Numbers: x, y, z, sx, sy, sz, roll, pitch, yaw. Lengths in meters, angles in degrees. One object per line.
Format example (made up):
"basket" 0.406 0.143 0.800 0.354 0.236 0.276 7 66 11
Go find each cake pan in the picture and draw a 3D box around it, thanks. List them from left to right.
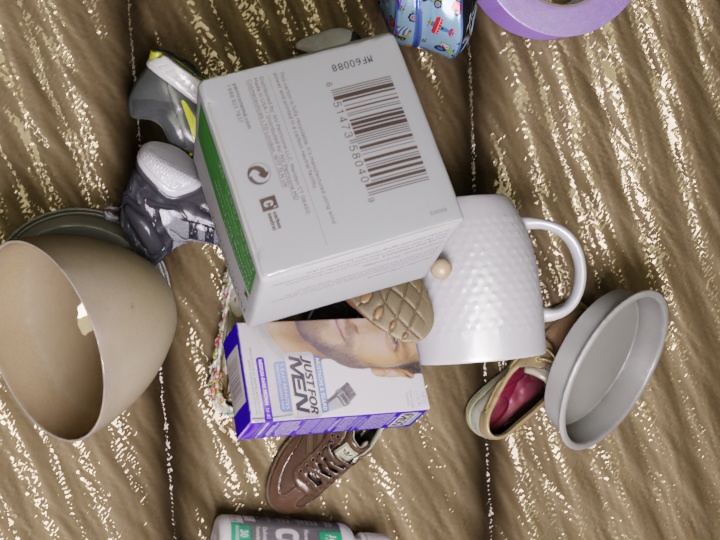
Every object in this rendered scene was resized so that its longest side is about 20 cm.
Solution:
"cake pan" -0.301 0.035 1.215 0.198 0.037 0.202 -2 98 -13
"cake pan" 0.277 0.107 1.292 0.200 0.037 0.202 -30 135 -35

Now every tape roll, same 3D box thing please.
"tape roll" 0.215 -0.360 1.259 0.198 0.066 0.202 -2 98 -11

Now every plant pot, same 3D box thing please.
"plant pot" -0.262 0.050 1.127 0.134 0.199 0.202 -24 105 -45

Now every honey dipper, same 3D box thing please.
"honey dipper" 0.015 -0.057 1.188 0.200 0.038 0.038 38 89 11

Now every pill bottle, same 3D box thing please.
"pill bottle" -0.068 0.336 1.270 0.198 0.113 0.114 7 96 -14

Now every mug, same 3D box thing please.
"mug" 0.149 0.006 1.249 0.198 0.148 0.177 -5 89 0

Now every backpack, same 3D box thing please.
"backpack" 0.056 -0.324 1.179 0.133 0.183 0.202 -2 110 -4

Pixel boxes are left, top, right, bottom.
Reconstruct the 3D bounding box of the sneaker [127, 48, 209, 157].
"sneaker" -0.159 -0.148 1.212 0.200 0.075 0.085 39 102 -11

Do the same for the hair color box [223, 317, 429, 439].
"hair color box" -0.036 0.111 1.195 0.198 0.065 0.110 -1 65 -24

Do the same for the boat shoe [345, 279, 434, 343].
"boat shoe" -0.001 0.000 1.207 0.200 0.068 0.072 42 81 7

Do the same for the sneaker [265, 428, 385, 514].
"sneaker" -0.032 0.197 1.277 0.070 0.076 0.200 41 88 -15

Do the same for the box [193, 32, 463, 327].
"box" -0.039 -0.082 1.081 0.198 0.171 0.200 -16 76 -14

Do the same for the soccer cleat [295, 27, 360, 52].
"soccer cleat" -0.031 -0.161 1.240 0.086 0.070 0.202 0 101 10

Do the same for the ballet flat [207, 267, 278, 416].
"ballet flat" -0.122 0.066 1.245 0.075 0.064 0.202 6 96 -12

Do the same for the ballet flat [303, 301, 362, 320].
"ballet flat" -0.035 0.066 1.267 0.066 0.057 0.201 27 91 -15

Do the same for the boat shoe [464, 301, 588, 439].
"boat shoe" 0.207 0.121 1.323 0.074 0.066 0.200 40 88 -15

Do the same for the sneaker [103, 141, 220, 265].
"sneaker" -0.173 -0.044 1.204 0.199 0.076 0.114 33 112 -24
